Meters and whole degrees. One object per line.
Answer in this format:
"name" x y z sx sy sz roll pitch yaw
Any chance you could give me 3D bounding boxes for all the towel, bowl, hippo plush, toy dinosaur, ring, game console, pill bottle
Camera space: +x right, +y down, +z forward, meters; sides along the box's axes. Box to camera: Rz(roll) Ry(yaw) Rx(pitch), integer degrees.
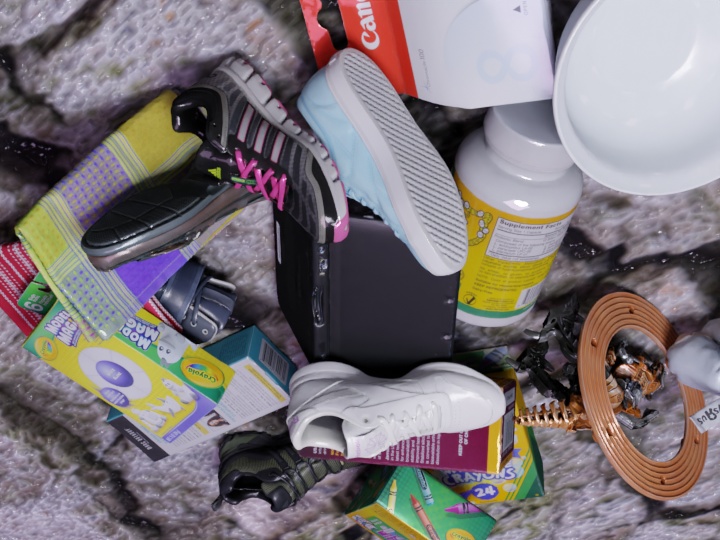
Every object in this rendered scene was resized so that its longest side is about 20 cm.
"towel" -0.277 0.022 1.110 0.200 0.023 0.145 -7 132 34
"bowl" 0.233 -0.166 0.907 0.201 0.090 0.201 -5 124 -7
"hippo plush" 0.363 0.042 1.070 0.159 0.200 0.161 19 117 40
"toy dinosaur" 0.220 0.104 1.131 0.102 0.136 0.200 -50 155 21
"ring" 0.266 0.118 1.107 0.200 0.201 0.019 38 138 -26
"towel" -0.192 -0.049 1.013 0.023 0.200 0.144 14 140 45
"game console" 0.000 0.000 1.074 0.116 0.176 0.200 -14 134 -17
"pill bottle" 0.127 -0.056 1.015 0.113 0.113 0.200 11 133 -5

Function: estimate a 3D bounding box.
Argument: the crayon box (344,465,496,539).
"crayon box" 0.060 0.268 1.271 0.119 0.058 0.200 34 162 0

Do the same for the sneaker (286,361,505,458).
"sneaker" 0.030 0.135 1.051 0.200 0.100 0.075 -1 126 8

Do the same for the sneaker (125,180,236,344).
"sneaker" -0.181 -0.010 1.100 0.146 0.077 0.202 23 141 0

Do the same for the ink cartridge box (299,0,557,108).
"ink cartridge box" 0.049 -0.203 0.920 0.200 0.047 0.160 -6 125 13

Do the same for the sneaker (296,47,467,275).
"sneaker" 0.016 -0.078 0.957 0.082 0.074 0.200 -31 84 41

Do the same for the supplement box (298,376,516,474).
"supplement box" 0.049 0.146 1.164 0.200 0.110 0.086 3 89 14

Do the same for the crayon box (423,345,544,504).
"crayon box" 0.119 0.175 1.268 0.126 0.052 0.200 -10 130 14

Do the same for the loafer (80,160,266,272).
"loafer" -0.145 -0.046 0.998 0.072 0.200 0.063 19 134 40

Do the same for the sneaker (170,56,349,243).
"sneaker" -0.087 -0.088 0.953 0.087 0.200 0.074 -28 155 -24

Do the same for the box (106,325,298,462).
"box" -0.170 0.135 1.259 0.200 0.049 0.082 -25 125 25

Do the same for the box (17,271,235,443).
"box" -0.228 0.075 1.090 0.200 0.048 0.117 37 140 -11

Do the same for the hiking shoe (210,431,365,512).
"hiking shoe" -0.067 0.225 1.297 0.200 0.101 0.076 -13 130 17
